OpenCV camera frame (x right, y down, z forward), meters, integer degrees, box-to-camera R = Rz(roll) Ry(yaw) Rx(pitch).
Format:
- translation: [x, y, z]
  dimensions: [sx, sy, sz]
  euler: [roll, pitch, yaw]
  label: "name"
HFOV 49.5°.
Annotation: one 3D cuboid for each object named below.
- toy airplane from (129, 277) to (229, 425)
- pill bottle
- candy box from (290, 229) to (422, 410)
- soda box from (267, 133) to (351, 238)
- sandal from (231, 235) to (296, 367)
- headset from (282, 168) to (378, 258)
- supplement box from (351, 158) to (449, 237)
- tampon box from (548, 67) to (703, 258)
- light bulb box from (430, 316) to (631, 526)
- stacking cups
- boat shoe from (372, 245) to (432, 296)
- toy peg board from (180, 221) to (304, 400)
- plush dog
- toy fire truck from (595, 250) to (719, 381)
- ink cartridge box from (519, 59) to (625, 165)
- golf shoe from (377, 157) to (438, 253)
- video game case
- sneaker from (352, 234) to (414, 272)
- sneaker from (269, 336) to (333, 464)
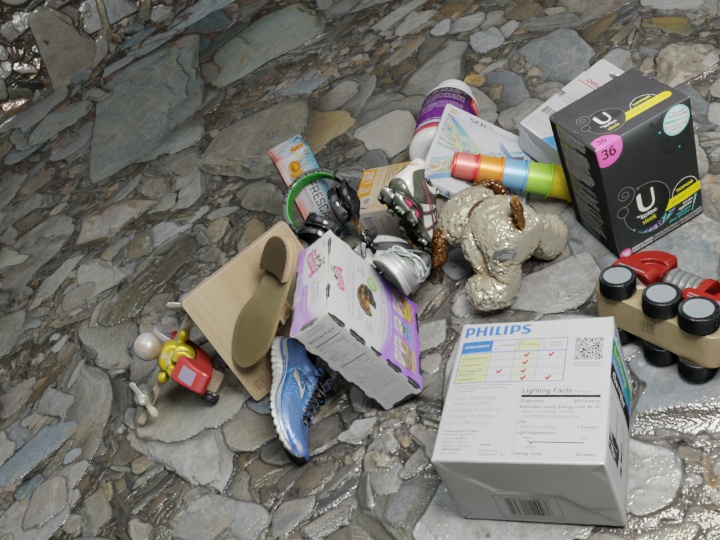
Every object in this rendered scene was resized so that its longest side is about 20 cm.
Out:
- translation: [-0.306, 0.130, 1.270]
  dimensions: [0.198, 0.140, 0.203]
  euler: [-31, 49, 38]
  label: "toy airplane"
- translation: [0.160, -0.268, 1.457]
  dimensions: [0.111, 0.113, 0.202]
  euler: [-7, 43, 25]
  label: "pill bottle"
- translation: [-0.003, 0.069, 1.100]
  dimensions: [0.071, 0.200, 0.169]
  euler: [-33, 33, 27]
  label: "candy box"
- translation: [-0.090, -0.139, 1.395]
  dimensions: [0.068, 0.201, 0.064]
  euler: [-30, 37, -4]
  label: "soda box"
- translation: [-0.122, 0.049, 1.152]
  dimensions: [0.077, 0.214, 0.069]
  euler: [34, 24, 34]
  label: "sandal"
- translation: [-0.048, -0.092, 1.279]
  dimensions: [0.199, 0.094, 0.124]
  euler: [39, 86, 24]
  label: "headset"
- translation: [0.093, -0.129, 1.374]
  dimensions: [0.197, 0.074, 0.127]
  euler: [-8, 43, 24]
  label: "supplement box"
- translation: [0.382, -0.152, 1.118]
  dimensions: [0.149, 0.201, 0.127]
  euler: [-30, 38, -2]
  label: "tampon box"
- translation: [0.209, 0.174, 0.921]
  dimensions: [0.196, 0.126, 0.202]
  euler: [-5, 43, 28]
  label: "light bulb box"
- translation: [0.244, -0.154, 1.246]
  dimensions: [0.197, 0.061, 0.061]
  euler: [9, 43, -1]
  label: "stacking cups"
- translation: [0.070, -0.007, 1.170]
  dimensions: [0.074, 0.202, 0.065]
  euler: [45, 96, 13]
  label: "boat shoe"
- translation: [-0.154, 0.057, 1.238]
  dimensions: [0.198, 0.201, 0.098]
  euler: [-39, 21, -12]
  label: "toy peg board"
- translation: [0.187, -0.064, 1.169]
  dimensions: [0.200, 0.161, 0.171]
  euler: [-44, 43, -18]
  label: "plush dog"
- translation: [0.421, 0.011, 0.990]
  dimensions: [0.199, 0.130, 0.175]
  euler: [-32, 36, -24]
  label: "toy fire truck"
- translation: [0.378, -0.255, 1.321]
  dimensions: [0.199, 0.067, 0.116]
  euler: [-38, 57, -12]
  label: "ink cartridge box"
- translation: [0.098, -0.092, 1.229]
  dimensions: [0.077, 0.200, 0.089]
  euler: [30, 78, 28]
  label: "golf shoe"
- translation: [0.202, -0.180, 1.318]
  dimensions: [0.180, 0.022, 0.202]
  euler: [24, 52, -2]
  label: "video game case"
- translation: [0.000, 0.000, 1.304]
  dimensions: [0.197, 0.074, 0.081]
  euler: [-15, 54, 23]
  label: "sneaker"
- translation: [-0.083, 0.179, 1.130]
  dimensions: [0.088, 0.079, 0.202]
  euler: [-8, 54, 3]
  label: "sneaker"
